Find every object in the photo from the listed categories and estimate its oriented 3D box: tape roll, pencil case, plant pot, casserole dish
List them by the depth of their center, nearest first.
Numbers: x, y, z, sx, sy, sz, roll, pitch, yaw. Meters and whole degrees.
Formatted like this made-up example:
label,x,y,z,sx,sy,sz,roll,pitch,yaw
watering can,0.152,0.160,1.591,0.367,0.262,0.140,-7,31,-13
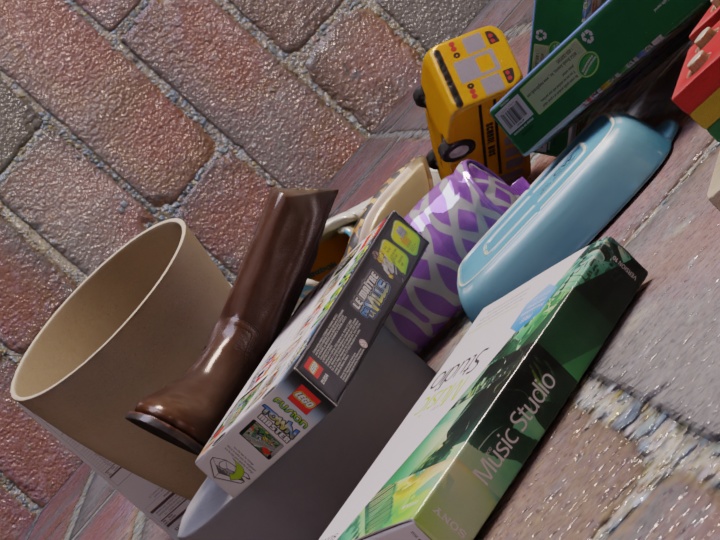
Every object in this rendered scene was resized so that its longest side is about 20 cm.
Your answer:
label,x,y,z,sx,sy,sz,roll,pitch,yaw
casserole dish,0.128,-0.036,1.074,0.200,0.039,0.121,-47,7,10
tape roll,-0.036,0.124,1.105,0.200,0.066,0.200,-47,7,7
pencil case,0.045,0.008,1.202,0.200,0.084,0.085,-45,-25,22
plant pot,-0.139,0.096,1.277,0.187,0.200,0.188,-37,20,16

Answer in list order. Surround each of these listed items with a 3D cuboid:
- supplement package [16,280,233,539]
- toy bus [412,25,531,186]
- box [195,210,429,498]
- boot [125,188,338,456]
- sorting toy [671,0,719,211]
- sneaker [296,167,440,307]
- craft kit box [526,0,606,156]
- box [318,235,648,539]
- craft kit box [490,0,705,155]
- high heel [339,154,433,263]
label,x,y,z,sx,sy,sz,roll,pitch,yaw
supplement package,-0.165,0.106,1.454,0.151,0.200,0.152,-43,9,39
toy bus,0.094,-0.113,1.327,0.078,0.065,0.200,-22,-26,-2
box,-0.028,0.049,1.040,0.110,0.035,0.200,-44,8,35
boot,-0.079,0.023,1.091,0.201,0.064,0.186,-64,-6,-1
sorting toy,0.246,-0.150,0.818,0.200,0.070,0.199,-44,8,34
sneaker,0.015,-0.030,1.466,0.199,0.077,0.081,-34,-5,-14
craft kit box,0.178,-0.221,1.296,0.198,0.048,0.201,-60,-23,-56
box,0.060,0.080,0.863,0.200,0.036,0.144,-53,8,-29
craft kit box,0.207,-0.177,1.106,0.200,0.049,0.197,-42,-3,43
high heel,0.000,0.000,1.400,0.142,0.071,0.201,-19,49,66
